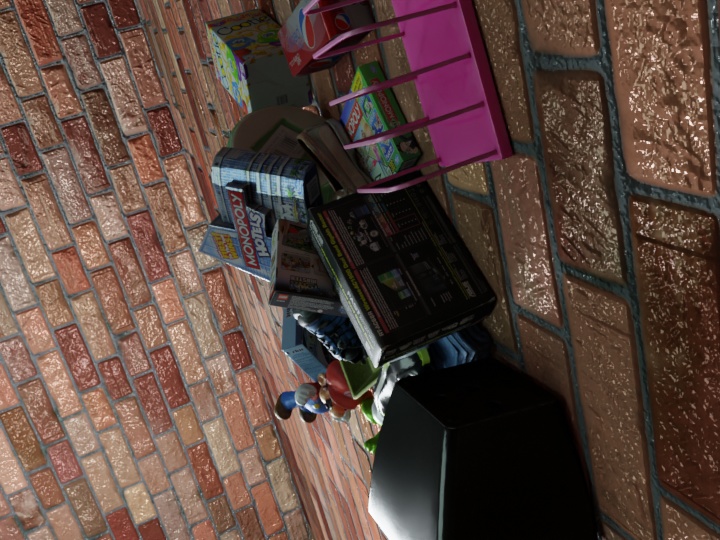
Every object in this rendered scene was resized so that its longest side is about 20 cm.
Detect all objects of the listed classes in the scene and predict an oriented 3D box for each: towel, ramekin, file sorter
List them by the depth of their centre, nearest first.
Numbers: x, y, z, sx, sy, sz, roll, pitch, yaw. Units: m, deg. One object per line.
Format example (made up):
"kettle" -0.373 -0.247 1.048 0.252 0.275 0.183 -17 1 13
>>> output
"file sorter" 0.037 -0.186 0.736 0.139 0.125 0.201 14 124 71
"towel" 0.116 0.118 0.989 0.201 0.048 0.112 89 155 -50
"ramekin" -0.114 -0.155 1.143 0.201 0.199 0.098 61 155 26

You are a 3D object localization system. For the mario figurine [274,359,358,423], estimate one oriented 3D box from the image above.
"mario figurine" -0.063 0.222 1.250 0.200 0.123 0.106 -33 88 48

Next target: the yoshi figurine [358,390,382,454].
"yoshi figurine" 0.050 0.254 1.270 0.200 0.111 0.113 50 148 39

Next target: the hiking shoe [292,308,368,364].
"hiking shoe" -0.027 0.077 1.029 0.087 0.074 0.200 58 -173 18

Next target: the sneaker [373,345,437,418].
"sneaker" 0.064 0.161 0.993 0.201 0.071 0.083 88 158 -46

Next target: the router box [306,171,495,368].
"router box" 0.043 -0.006 0.890 0.201 0.149 0.062 62 162 23

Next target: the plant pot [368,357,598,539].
"plant pot" 0.128 0.212 0.841 0.200 0.198 0.179 -146 49 -63

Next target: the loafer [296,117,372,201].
"loafer" -0.023 -0.113 1.023 0.201 0.063 0.072 63 162 18

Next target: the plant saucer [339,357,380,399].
"plant saucer" 0.019 0.062 1.129 0.200 0.048 0.201 -48 57 48

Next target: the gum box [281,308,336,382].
"gum box" -0.072 0.114 1.346 0.200 0.044 0.171 53 -153 -46

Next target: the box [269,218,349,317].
"box" -0.013 0.004 0.945 0.035 0.199 0.111 120 155 -51

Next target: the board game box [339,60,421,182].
"board game box" 0.017 -0.164 0.999 0.135 0.029 0.200 65 163 11

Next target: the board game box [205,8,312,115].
"board game box" -0.171 -0.343 1.244 0.200 0.104 0.103 50 155 46

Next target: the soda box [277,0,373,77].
"soda box" -0.049 -0.309 0.971 0.070 0.063 0.200 71 163 -7

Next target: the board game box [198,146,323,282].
"board game box" -0.145 -0.067 1.057 0.199 0.062 0.201 11 132 24
